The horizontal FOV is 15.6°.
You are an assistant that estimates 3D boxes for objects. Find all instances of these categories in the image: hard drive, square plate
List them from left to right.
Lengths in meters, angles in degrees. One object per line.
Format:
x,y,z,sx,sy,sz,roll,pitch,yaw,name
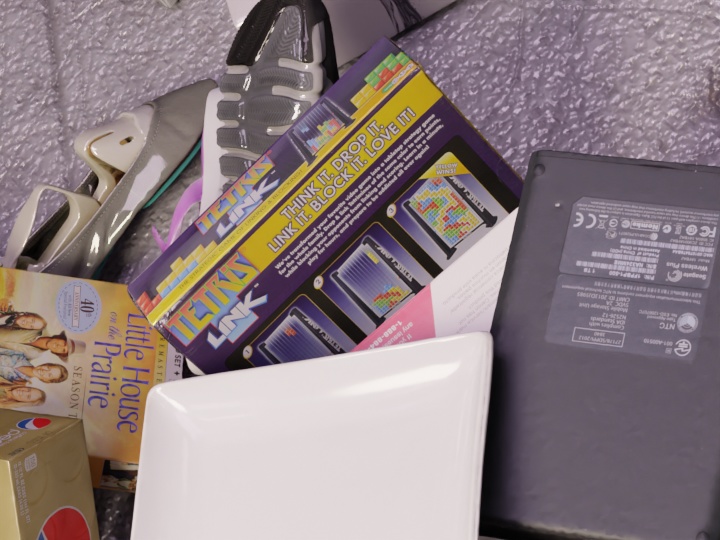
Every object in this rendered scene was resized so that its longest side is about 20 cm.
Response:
-0.026,0.136,1.294,0.199,0.028,0.199,-10,59,26,square plate
0.131,0.042,1.303,0.139,0.033,0.201,7,70,21,hard drive

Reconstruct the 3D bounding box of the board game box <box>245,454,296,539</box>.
0.020,0.188,1.342,0.034,0.135,0.200,-51,46,30,board game box

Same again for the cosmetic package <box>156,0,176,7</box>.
-0.188,-0.265,1.732,0.200,0.107,0.090,29,80,39,cosmetic package

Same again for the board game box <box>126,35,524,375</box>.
0.000,0.000,1.436,0.200,0.165,0.057,-44,30,2,board game box

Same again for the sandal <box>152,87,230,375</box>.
-0.097,-0.020,1.561,0.050,0.083,0.203,-2,49,9,sandal

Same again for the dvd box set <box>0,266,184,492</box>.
-0.202,0.057,1.516,0.199,0.029,0.147,9,43,-7,dvd box set

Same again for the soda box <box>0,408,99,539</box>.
-0.182,0.182,1.436,0.064,0.068,0.201,4,109,32,soda box

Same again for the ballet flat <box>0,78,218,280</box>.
-0.162,-0.049,1.618,0.200,0.064,0.067,-54,28,-5,ballet flat

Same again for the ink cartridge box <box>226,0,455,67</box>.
0.007,-0.227,1.611,0.199,0.084,0.146,-28,54,14,ink cartridge box

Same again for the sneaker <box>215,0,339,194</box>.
-0.022,-0.061,1.512,0.075,0.115,0.201,15,101,44,sneaker

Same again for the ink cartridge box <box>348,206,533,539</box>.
0.101,0.088,1.361,0.146,0.083,0.200,-40,61,0,ink cartridge box
